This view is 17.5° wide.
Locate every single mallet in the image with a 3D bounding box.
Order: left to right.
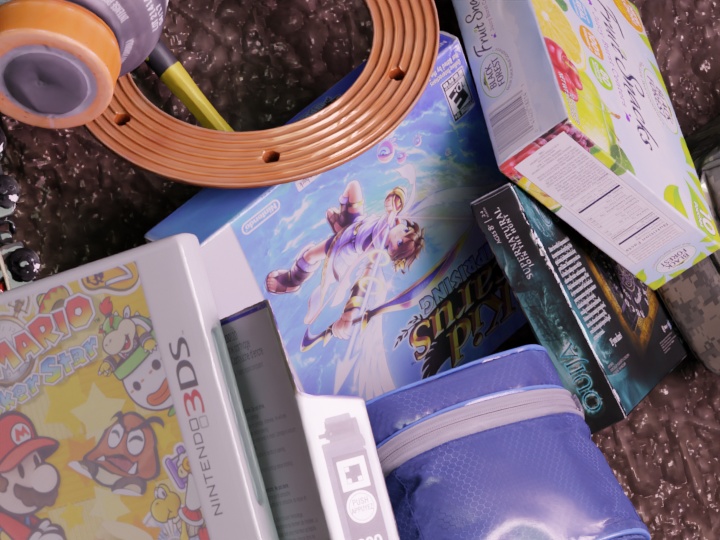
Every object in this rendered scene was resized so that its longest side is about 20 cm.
[{"bbox_3d":[-0.094,-0.107,1.260,0.041,0.066,0.201,-39,96,-40],"label":"mallet"}]

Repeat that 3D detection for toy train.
[{"bbox_3d":[-0.188,0.011,1.219,0.045,0.034,0.202,-15,86,-14],"label":"toy train"}]

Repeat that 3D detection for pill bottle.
[{"bbox_3d":[-0.144,-0.168,1.183,0.106,0.106,0.201,22,50,-18],"label":"pill bottle"}]

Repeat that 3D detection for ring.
[{"bbox_3d":[-0.058,-0.116,1.216,0.199,0.019,0.202,-2,53,3],"label":"ring"}]

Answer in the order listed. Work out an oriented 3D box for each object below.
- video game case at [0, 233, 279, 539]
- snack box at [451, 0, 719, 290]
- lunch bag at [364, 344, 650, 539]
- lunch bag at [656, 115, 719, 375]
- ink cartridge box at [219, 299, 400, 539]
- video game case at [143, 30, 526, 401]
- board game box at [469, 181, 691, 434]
[{"bbox_3d":[-0.145,0.096,1.151,0.023,0.199,0.183,-7,81,-66],"label":"video game case"},{"bbox_3d":[0.117,-0.102,1.278,0.142,0.053,0.201,35,30,-39],"label":"snack box"},{"bbox_3d":[0.048,0.134,1.201,0.135,0.200,0.133,-14,62,-23],"label":"lunch bag"},{"bbox_3d":[0.277,-0.048,1.335,0.199,0.167,0.140,-31,96,-38],"label":"lunch bag"},{"bbox_3d":[-0.044,0.122,1.168,0.043,0.198,0.202,-13,87,-27],"label":"ink cartridge box"},{"bbox_3d":[0.000,0.000,1.247,0.200,0.045,0.182,-40,128,-24],"label":"video game case"},{"bbox_3d":[0.125,0.006,1.280,0.028,0.200,0.136,-27,89,20],"label":"board game box"}]
